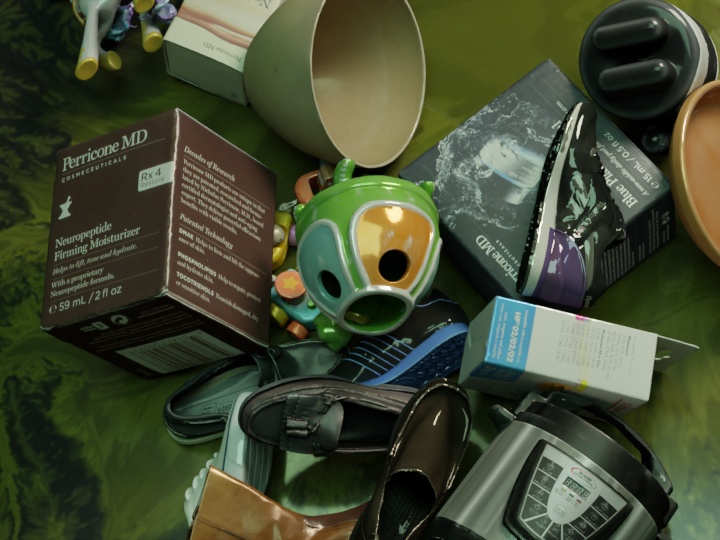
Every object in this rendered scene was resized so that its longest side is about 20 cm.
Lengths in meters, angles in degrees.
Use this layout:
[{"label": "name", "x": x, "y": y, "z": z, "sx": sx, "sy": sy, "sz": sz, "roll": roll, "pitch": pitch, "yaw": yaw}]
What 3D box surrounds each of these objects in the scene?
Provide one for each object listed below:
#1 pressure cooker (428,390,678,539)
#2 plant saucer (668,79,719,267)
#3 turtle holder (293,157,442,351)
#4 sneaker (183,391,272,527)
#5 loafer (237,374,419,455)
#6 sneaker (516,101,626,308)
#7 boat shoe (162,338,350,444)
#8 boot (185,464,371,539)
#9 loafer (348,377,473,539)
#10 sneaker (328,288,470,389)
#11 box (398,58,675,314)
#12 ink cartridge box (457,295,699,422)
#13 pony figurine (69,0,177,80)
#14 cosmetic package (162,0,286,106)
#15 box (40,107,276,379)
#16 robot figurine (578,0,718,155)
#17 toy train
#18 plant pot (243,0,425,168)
[{"label": "pressure cooker", "x": 0.179, "y": 0.213, "z": 1.599, "sx": 0.200, "sy": 0.176, "sz": 0.178, "roll": -50, "pitch": 39, "yaw": -15}, {"label": "plant saucer", "x": 0.363, "y": -0.085, "z": 1.718, "sx": 0.037, "sy": 0.200, "sz": 0.201, "roll": -18, "pitch": 55, "yaw": 47}, {"label": "turtle holder", "x": -0.005, "y": -0.005, "z": 1.684, "sx": 0.185, "sy": 0.141, "sz": 0.132, "roll": -29, "pitch": 50, "yaw": 32}, {"label": "sneaker", "x": -0.134, "y": 0.213, "z": 1.693, "sx": 0.071, "sy": 0.073, "sz": 0.201, "roll": 4, "pitch": 76, "yaw": 22}, {"label": "loafer", "x": -0.014, "y": 0.141, "z": 1.667, "sx": 0.199, "sy": 0.072, "sz": 0.063, "roll": 2, "pitch": 20, "yaw": -21}, {"label": "sneaker", "x": 0.210, "y": -0.059, "z": 1.658, "sx": 0.087, "sy": 0.076, "sz": 0.201, "roll": 15, "pitch": 74, "yaw": -1}, {"label": "boat shoe", "x": -0.106, "y": 0.111, "z": 1.751, "sx": 0.199, "sy": 0.066, "sz": 0.075, "roll": -17, "pitch": 63, "yaw": 1}, {"label": "boot", "x": -0.054, "y": 0.229, "z": 1.657, "sx": 0.200, "sy": 0.068, "sz": 0.189, "roll": 23, "pitch": 82, "yaw": -6}, {"label": "loafer", "x": 0.057, "y": 0.188, "z": 1.614, "sx": 0.073, "sy": 0.071, "sz": 0.200, "roll": 26, "pitch": 69, "yaw": -7}, {"label": "sneaker", "x": 0.018, "y": 0.093, "z": 1.745, "sx": 0.200, "sy": 0.070, "sz": 0.078, "roll": -29, "pitch": 48, "yaw": -3}, {"label": "box", "x": 0.178, "y": -0.066, "z": 1.759, "sx": 0.200, "sy": 0.117, "sz": 0.197, "roll": -38, "pitch": 65, "yaw": -7}, {"label": "ink cartridge box", "x": 0.204, "y": 0.090, "z": 1.658, "sx": 0.199, "sy": 0.115, "sz": 0.068, "roll": 13, "pitch": 73, "yaw": -6}, {"label": "pony figurine", "x": -0.267, "y": -0.323, "z": 1.934, "sx": 0.193, "sy": 0.166, "sz": 0.200, "roll": -45, "pitch": 46, "yaw": 20}, {"label": "cosmetic package", "x": -0.127, "y": -0.296, "z": 1.924, "sx": 0.103, "sy": 0.087, "sz": 0.200, "roll": 22, "pitch": 71, "yaw": 7}, {"label": "box", "x": -0.197, "y": -0.021, "z": 1.746, "sx": 0.166, "sy": 0.164, "sz": 0.201, "roll": -16, "pitch": 61, "yaw": 31}, {"label": "robot figurine", "x": 0.287, "y": -0.206, "z": 1.759, "sx": 0.125, "sy": 0.200, "sz": 0.151, "roll": 32, "pitch": 102, "yaw": 17}, {"label": "toy train", "x": -0.049, "y": -0.029, "z": 1.812, "sx": 0.150, "sy": 0.056, "sz": 0.200, "roll": -15, "pitch": 64, "yaw": 3}, {"label": "plant pot", "x": -0.042, "y": -0.205, "z": 1.834, "sx": 0.134, "sy": 0.200, "sz": 0.201, "roll": 0, "pitch": 63, "yaw": 37}]
